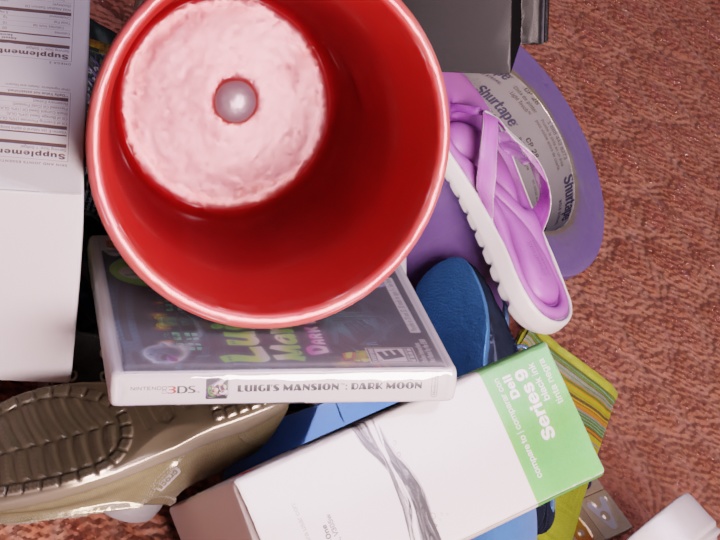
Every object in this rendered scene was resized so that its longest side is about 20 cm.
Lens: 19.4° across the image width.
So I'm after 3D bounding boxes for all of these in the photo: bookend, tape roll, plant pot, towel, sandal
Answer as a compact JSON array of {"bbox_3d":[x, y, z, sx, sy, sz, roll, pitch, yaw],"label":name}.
[{"bbox_3d":[0.015,-0.170,1.339,0.197,0.093,0.200,3,20,9],"label":"bookend"},{"bbox_3d":[0.081,-0.072,1.499,0.200,0.085,0.201,31,45,-38],"label":"tape roll"},{"bbox_3d":[-0.063,-0.084,1.174,0.200,0.201,0.177,28,4,-16],"label":"plant pot"},{"bbox_3d":[0.124,0.118,1.432,0.086,0.018,0.200,34,37,-6],"label":"towel"},{"bbox_3d":[0.099,-0.057,1.394,0.082,0.050,0.204,-11,74,-56],"label":"sandal"}]

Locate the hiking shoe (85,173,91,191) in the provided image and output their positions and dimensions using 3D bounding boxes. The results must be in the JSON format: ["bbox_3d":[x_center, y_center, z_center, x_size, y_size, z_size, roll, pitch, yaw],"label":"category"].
[{"bbox_3d":[-0.085,-0.035,1.329,0.200,0.087,0.074,39,-3,-32],"label":"hiking shoe"}]

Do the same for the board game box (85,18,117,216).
[{"bbox_3d":[-0.176,-0.088,1.384,0.135,0.028,0.201,29,38,-18],"label":"board game box"}]

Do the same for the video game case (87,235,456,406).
[{"bbox_3d":[-0.055,0.023,1.167,0.181,0.023,0.200,-1,22,-11],"label":"video game case"}]

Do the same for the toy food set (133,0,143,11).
[{"bbox_3d":[-0.060,-0.126,1.468,0.143,0.060,0.201,-14,71,-56],"label":"toy food set"}]

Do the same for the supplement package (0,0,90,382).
[{"bbox_3d":[-0.229,-0.063,1.177,0.150,0.152,0.201,3,46,-9],"label":"supplement package"}]

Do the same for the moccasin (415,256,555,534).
[{"bbox_3d":[0.077,0.087,1.367,0.068,0.080,0.201,30,42,-43],"label":"moccasin"}]

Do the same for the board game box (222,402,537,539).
[{"bbox_3d":[0.008,0.153,1.259,0.199,0.039,0.159,-19,84,-22],"label":"board game box"}]

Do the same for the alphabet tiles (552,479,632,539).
[{"bbox_3d":[0.076,0.131,1.397,0.199,0.008,0.167,-15,63,-48],"label":"alphabet tiles"}]

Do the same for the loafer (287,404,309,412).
[{"bbox_3d":[-0.032,0.050,1.332,0.200,0.070,0.068,-17,65,-50],"label":"loafer"}]

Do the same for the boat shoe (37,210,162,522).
[{"bbox_3d":[-0.154,0.052,1.237,0.068,0.057,0.201,5,48,-38],"label":"boat shoe"}]

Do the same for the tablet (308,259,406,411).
[{"bbox_3d":[0.000,0.000,1.331,0.130,0.014,0.201,28,58,-58],"label":"tablet"}]

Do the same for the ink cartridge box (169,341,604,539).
[{"bbox_3d":[0.011,0.123,1.165,0.199,0.146,0.084,-22,86,-23],"label":"ink cartridge box"}]

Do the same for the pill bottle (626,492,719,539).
[{"bbox_3d":[0.236,0.247,1.326,0.200,0.114,0.114,50,38,13],"label":"pill bottle"}]

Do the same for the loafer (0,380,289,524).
[{"bbox_3d":[-0.128,0.100,1.153,0.199,0.069,0.076,-15,49,-12],"label":"loafer"}]
